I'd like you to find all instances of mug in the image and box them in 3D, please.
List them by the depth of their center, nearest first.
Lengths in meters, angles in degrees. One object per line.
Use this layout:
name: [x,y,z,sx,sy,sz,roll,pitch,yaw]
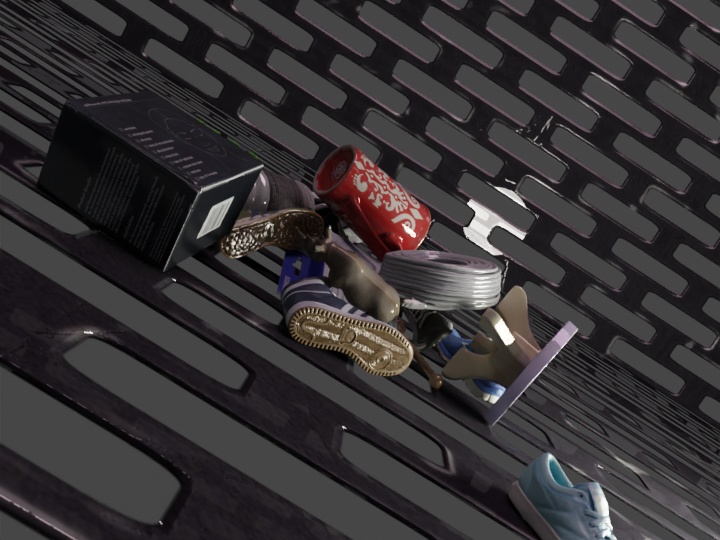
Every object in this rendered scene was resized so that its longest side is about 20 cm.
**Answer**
mug: [0.026,-0.115,1.298,0.199,0.134,0.177,40,2,-32]

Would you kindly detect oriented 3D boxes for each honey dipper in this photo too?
honey dipper: [0.083,0.126,1.176,0.038,0.038,0.200,25,15,-35]

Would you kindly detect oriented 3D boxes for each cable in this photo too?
cable: [0.125,0.011,1.155,0.195,0.071,0.200,4,9,-12]

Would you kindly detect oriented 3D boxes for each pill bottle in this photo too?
pill bottle: [-0.181,-0.125,1.316,0.113,0.115,0.199,37,14,31]

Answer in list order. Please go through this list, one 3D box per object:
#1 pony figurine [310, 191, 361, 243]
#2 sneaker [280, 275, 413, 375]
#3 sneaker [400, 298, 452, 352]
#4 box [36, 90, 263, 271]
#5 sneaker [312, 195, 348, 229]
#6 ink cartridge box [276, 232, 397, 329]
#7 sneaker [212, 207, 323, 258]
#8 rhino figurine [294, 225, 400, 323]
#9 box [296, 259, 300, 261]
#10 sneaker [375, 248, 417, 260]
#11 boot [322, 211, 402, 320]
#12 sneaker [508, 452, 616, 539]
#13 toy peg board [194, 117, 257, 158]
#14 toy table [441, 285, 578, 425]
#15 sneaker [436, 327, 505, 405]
pony figurine: [-0.076,-0.170,1.872,0.191,0.170,0.198,28,22,28]
sneaker: [-0.021,0.072,0.996,0.197,0.071,0.109,24,14,-28]
sneaker: [0.097,0.071,1.285,0.117,0.074,0.200,57,-1,-4]
box: [-0.262,-0.125,0.938,0.195,0.125,0.200,34,22,4]
sneaker: [-0.111,-0.115,1.444,0.195,0.077,0.115,2,3,10]
ink cartridge box: [-0.030,0.017,1.163,0.197,0.041,0.201,29,29,-16]
sneaker: [-0.158,-0.072,1.146,0.198,0.069,0.089,-14,30,-42]
rhino figurine: [-0.020,0.005,1.029,0.200,0.060,0.087,45,-28,-16]
box: [-0.098,-0.048,1.400,0.200,0.041,0.039,-33,101,-80]
sneaker: [0.088,0.007,1.442,0.115,0.076,0.200,40,-32,-6]
boot: [0.000,0.000,1.349,0.173,0.069,0.203,22,44,-47]
sneaker: [0.245,0.277,0.792,0.073,0.083,0.200,22,14,-43]
toy peg board: [-0.309,-0.230,1.492,0.198,0.099,0.199,31,9,-7]
toy table: [0.227,0.126,1.127,0.117,0.200,0.185,41,-24,15]
sneaker: [0.206,0.150,1.281,0.078,0.090,0.200,27,11,-33]
